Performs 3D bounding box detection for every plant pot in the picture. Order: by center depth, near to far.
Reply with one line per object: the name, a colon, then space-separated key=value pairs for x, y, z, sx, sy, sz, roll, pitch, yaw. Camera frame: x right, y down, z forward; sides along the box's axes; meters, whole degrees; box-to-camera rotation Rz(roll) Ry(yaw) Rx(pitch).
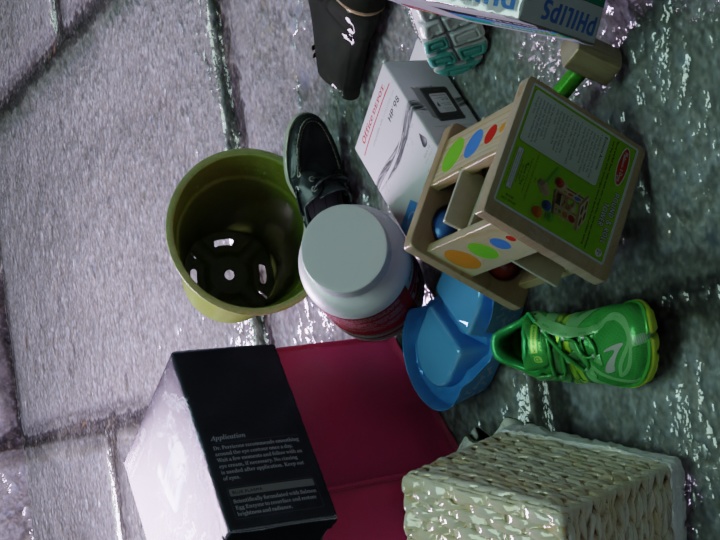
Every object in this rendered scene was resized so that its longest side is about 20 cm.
plant pot: x=-0.146 y=-0.019 z=1.780 sx=0.190 sy=0.197 sz=0.203 roll=126 pitch=132 yaw=-69

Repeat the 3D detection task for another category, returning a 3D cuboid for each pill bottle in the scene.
pill bottle: x=0.000 y=0.000 z=1.463 sx=0.200 sy=0.111 sz=0.114 roll=53 pitch=-157 yaw=-75

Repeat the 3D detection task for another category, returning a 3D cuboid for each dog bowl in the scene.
dog bowl: x=0.102 y=0.046 z=1.432 sx=0.112 sy=0.049 sz=0.202 roll=57 pitch=142 yaw=38

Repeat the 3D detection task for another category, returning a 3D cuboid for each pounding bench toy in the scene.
pounding bench toy: x=0.144 y=-0.091 z=1.249 sx=0.156 sy=0.123 sz=0.202 roll=-23 pitch=43 yaw=62

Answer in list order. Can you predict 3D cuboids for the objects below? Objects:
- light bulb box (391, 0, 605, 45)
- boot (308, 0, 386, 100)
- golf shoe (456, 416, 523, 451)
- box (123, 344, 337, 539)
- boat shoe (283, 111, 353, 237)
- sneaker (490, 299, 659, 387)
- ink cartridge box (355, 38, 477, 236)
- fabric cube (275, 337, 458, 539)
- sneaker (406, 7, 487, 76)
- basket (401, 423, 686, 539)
light bulb box: x=0.105 y=-0.304 z=1.179 sx=0.197 sy=0.124 sz=0.203 roll=19 pitch=100 yaw=37
boot: x=-0.046 y=-0.298 z=1.632 sx=0.201 sy=0.076 sz=0.140 roll=-121 pitch=32 yaw=-40
golf shoe: x=0.114 y=0.207 z=1.442 sx=0.200 sy=0.077 sz=0.099 roll=-36 pitch=46 yaw=52
box: x=-0.133 y=0.212 z=1.434 sx=0.198 sy=0.116 sz=0.202 roll=-60 pitch=42 yaw=44
boat shoe: x=-0.038 y=-0.079 z=1.652 sx=0.066 sy=0.074 sz=0.203 roll=3 pitch=98 yaw=59
sneaker: x=0.182 y=0.068 z=1.253 sx=0.199 sy=0.083 sz=0.075 roll=-14 pitch=83 yaw=61
ink cartridge box: x=0.058 y=-0.127 z=1.467 sx=0.201 sy=0.066 sz=0.117 roll=61 pitch=145 yaw=36
fabric cube: x=-0.032 y=0.216 z=1.569 sx=0.201 sy=0.194 sz=0.201 roll=59 pitch=141 yaw=39
sneaker: x=0.059 y=-0.283 z=1.380 sx=0.092 sy=0.077 sz=0.202 roll=-113 pitch=5 yaw=-51
basket: x=0.150 y=0.251 z=1.225 sx=0.199 sy=0.159 sz=0.201 roll=7 pitch=102 yaw=49
